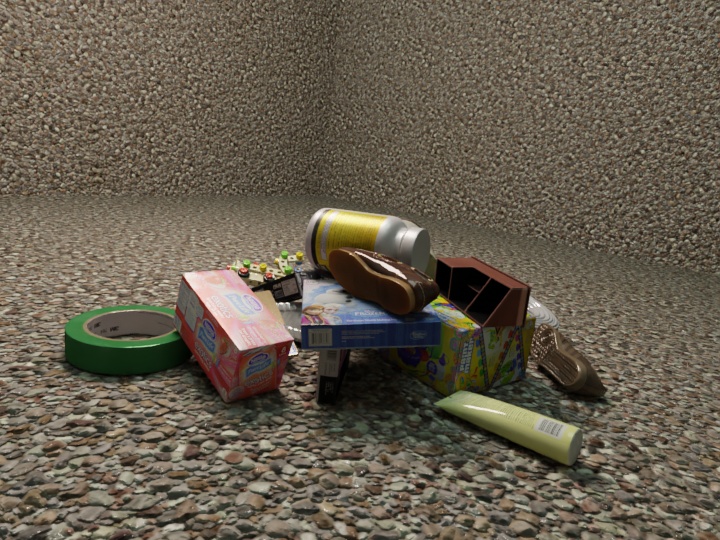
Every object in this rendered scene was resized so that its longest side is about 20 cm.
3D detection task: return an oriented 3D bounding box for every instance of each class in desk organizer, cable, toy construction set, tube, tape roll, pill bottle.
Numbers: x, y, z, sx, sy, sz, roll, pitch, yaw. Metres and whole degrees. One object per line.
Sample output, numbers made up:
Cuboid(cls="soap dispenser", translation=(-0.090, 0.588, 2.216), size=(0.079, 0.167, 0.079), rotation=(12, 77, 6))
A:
Cuboid(cls="desk organizer", translation=(0.205, 0.033, 0.904), size=(0.077, 0.072, 0.200), rotation=(0, 16, -17))
Cuboid(cls="cable", translation=(0.343, 0.101, 1.144), size=(0.200, 0.069, 0.200), rotation=(28, 23, 23))
Cuboid(cls="toy construction set", translation=(-0.247, 0.000, 1.298), size=(0.199, 0.092, 0.131), rotation=(0, 38, 5))
Cuboid(cls="tube", translation=(0.209, 0.214, 0.736), size=(0.200, 0.052, 0.058), rotation=(14, -27, 40))
Cuboid(cls="tape roll", translation=(-0.382, 0.111, 0.865), size=(0.200, 0.048, 0.200), rotation=(6, 14, -2))
Cuboid(cls="pill bottle", translation=(0.013, -0.043, 0.891), size=(0.200, 0.113, 0.112), rotation=(11, 14, 27))

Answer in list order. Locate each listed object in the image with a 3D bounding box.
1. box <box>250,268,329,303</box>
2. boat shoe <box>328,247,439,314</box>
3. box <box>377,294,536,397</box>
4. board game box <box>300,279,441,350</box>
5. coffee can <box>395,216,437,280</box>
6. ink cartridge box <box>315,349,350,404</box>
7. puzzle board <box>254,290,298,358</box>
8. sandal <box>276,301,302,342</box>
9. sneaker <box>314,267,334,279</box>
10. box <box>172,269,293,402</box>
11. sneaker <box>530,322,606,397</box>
Cuboid(cls="box", translation=(-0.147, 0.040, 1.095), size=(0.200, 0.050, 0.158), rotation=(-18, -3, 38))
Cuboid(cls="boat shoe", translation=(0.032, 0.011, 0.789), size=(0.070, 0.071, 0.200), rotation=(-20, 34, -35))
Cuboid(cls="box", translation=(0.170, 0.118, 0.939), size=(0.192, 0.122, 0.200), rotation=(-4, 17, -35))
Cuboid(cls="board game box", translation=(0.007, 0.062, 0.814), size=(0.199, 0.043, 0.199), rotation=(-1, 17, -5))
Cuboid(cls="coffee can", translation=(0.089, -0.018, 1.116), size=(0.146, 0.147, 0.200), rotation=(5, 22, -5))
Cuboid(cls="ink cartridge box", translation=(-0.038, 0.130, 0.848), size=(0.037, 0.095, 0.200), rotation=(6, 13, 3))
Cuboid(cls="puzzle board", translation=(-0.210, 0.105, 0.915), size=(0.150, 0.017, 0.200), rotation=(-7, 34, -22))
Cuboid(cls="sandal", translation=(-0.142, 0.103, 1.001), size=(0.202, 0.083, 0.050), rotation=(7, -30, 8))
Cuboid(cls="sneaker", translation=(0.000, 0.000, 0.975), size=(0.200, 0.076, 0.078), rotation=(7, 25, 20))
Cuboid(cls="box", translation=(-0.203, 0.093, 0.801), size=(0.095, 0.103, 0.200), rotation=(-6, 35, -43))
Cuboid(cls="sneaker", translation=(0.382, 0.172, 0.962), size=(0.075, 0.071, 0.200), rotation=(30, 19, -13))
